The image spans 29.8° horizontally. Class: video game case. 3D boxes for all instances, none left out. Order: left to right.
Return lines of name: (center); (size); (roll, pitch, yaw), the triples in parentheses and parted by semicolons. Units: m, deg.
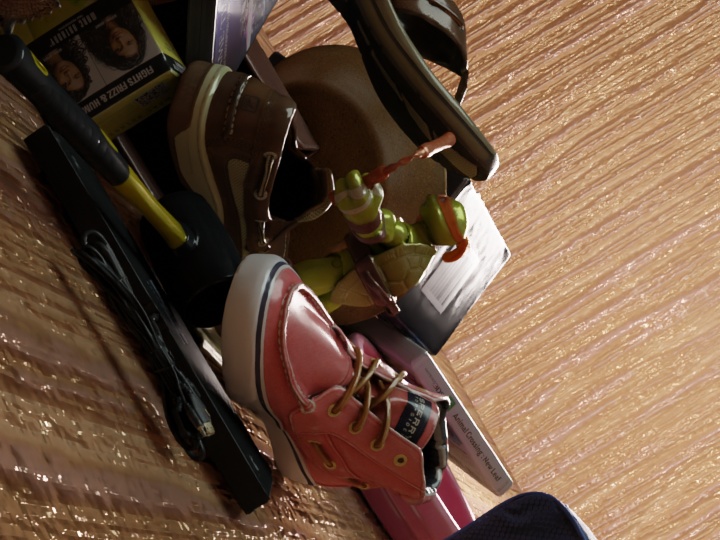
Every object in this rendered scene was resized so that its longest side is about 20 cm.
video game case: (-0.056, -0.200, 0.775); (0.143, 0.019, 0.200); (101, 9, -47)
video game case: (0.034, 0.094, 1.176); (0.200, 0.022, 0.182); (33, -18, 51)

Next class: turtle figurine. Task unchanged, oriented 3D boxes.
turtle figurine: (0.000, 0.000, 0.761); (0.065, 0.161, 0.200); (65, 6, 14)

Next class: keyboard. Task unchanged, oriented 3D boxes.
keyboard: (-0.098, 0.024, 0.622); (0.201, 0.021, 0.127); (59, -2, -1)

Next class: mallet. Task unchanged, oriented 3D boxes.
mallet: (-0.110, -0.047, 0.611); (0.066, 0.041, 0.200); (59, 2, 40)

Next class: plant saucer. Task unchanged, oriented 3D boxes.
plant saucer: (-0.032, -0.060, 0.957); (0.035, 0.200, 0.201); (-5, 62, -55)
plant saucer: (0.028, 0.144, 1.026); (0.201, 0.051, 0.201); (58, 5, -9)

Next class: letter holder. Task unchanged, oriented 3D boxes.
letter holder: (-0.126, -0.140, 0.867); (0.201, 0.100, 0.142); (60, 6, 0)

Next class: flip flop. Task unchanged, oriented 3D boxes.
flip flop: (0.024, -0.140, 0.753); (0.201, 0.057, 0.081); (59, -8, 8)

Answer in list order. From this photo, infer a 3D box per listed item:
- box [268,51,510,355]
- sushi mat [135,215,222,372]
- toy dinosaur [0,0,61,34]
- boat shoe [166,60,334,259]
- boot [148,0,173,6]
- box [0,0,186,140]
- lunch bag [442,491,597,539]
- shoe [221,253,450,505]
box: (-0.002, -0.049, 1.099); (0.200, 0.118, 0.197); (36, -4, 23)
sushi mat: (-0.073, 0.044, 0.807); (0.096, 0.012, 0.200); (63, 6, 30)
toy dinosaur: (-0.173, -0.154, 0.519); (0.200, 0.086, 0.135); (31, -19, -25)
boat shoe: (-0.053, -0.040, 0.766); (0.202, 0.074, 0.075); (76, 28, -68)
boot: (-0.169, -0.242, 0.802); (0.200, 0.155, 0.074); (50, -23, 6)
box: (-0.169, -0.167, 0.723); (0.201, 0.075, 0.050); (61, 5, 9)
lunch bag: (0.110, 0.244, 0.746); (0.132, 0.136, 0.200); (55, 7, -43)
shoe: (-0.006, 0.060, 0.688); (0.200, 0.091, 0.072); (74, 29, -57)
